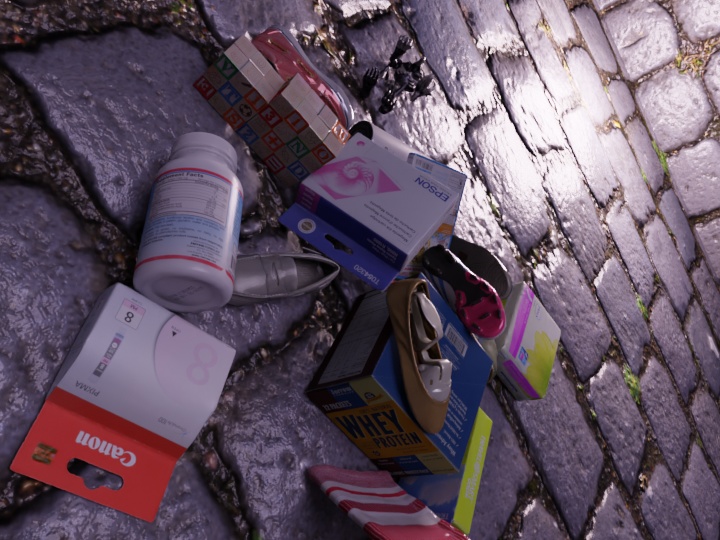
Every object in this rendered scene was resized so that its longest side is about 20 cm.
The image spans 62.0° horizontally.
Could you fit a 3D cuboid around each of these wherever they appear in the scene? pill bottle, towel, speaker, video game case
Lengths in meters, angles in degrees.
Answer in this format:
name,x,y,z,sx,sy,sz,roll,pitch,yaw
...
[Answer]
name,x,y,z,sx,sy,sz,roll,pitch,yaw
pill bottle,-0.196,-0.060,0.709,0.108,0.108,0.201,25,52,-37
towel,0.039,0.302,0.752,0.144,0.200,0.023,20,91,-39
speaker,0.065,-0.186,1.058,0.199,0.081,0.082,19,60,-39
video game case,0.108,-0.081,1.005,0.143,0.018,0.201,11,95,-44

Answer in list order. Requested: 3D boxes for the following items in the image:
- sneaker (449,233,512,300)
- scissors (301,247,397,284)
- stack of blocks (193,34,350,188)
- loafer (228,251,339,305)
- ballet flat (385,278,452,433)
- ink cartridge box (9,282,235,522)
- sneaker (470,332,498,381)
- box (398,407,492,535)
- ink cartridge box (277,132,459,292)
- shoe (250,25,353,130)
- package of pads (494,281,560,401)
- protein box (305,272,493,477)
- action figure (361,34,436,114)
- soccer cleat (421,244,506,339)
name,x,y,z,sx,sy,sz,roll,pitch,yaw
sneaker,0.217,-0.007,1.079,0.106,0.075,0.200,18,19,-43
scissors,0.000,0.000,0.901,0.200,0.073,0.014,27,82,-49
stack of blocks,-0.125,-0.228,0.854,0.200,0.115,0.059,47,46,-21
loafer,-0.113,0.005,0.801,0.199,0.070,0.070,-8,79,-47
ballet flat,0.081,0.106,0.763,0.068,0.063,0.201,-7,78,-46
ink cartridge box,-0.236,0.138,0.636,0.162,0.057,0.201,37,45,-30
sneaker,0.196,0.107,1.090,0.090,0.067,0.201,12,56,-63
box,0.115,0.300,0.873,0.048,0.122,0.201,47,46,-24
ink cartridge box,0.014,-0.094,0.887,0.196,0.043,0.200,34,59,13
shoe,-0.100,-0.285,0.941,0.200,0.071,0.091,49,46,-12
package of pads,0.325,0.142,1.197,0.155,0.068,0.200,49,46,-19
protein box,0.065,0.154,0.873,0.199,0.135,0.200,49,45,-19
action figure,0.088,-0.373,1.147,0.119,0.102,0.200,48,46,-5
soccer cleat,0.169,0.039,0.957,0.200,0.070,0.086,56,-2,38
